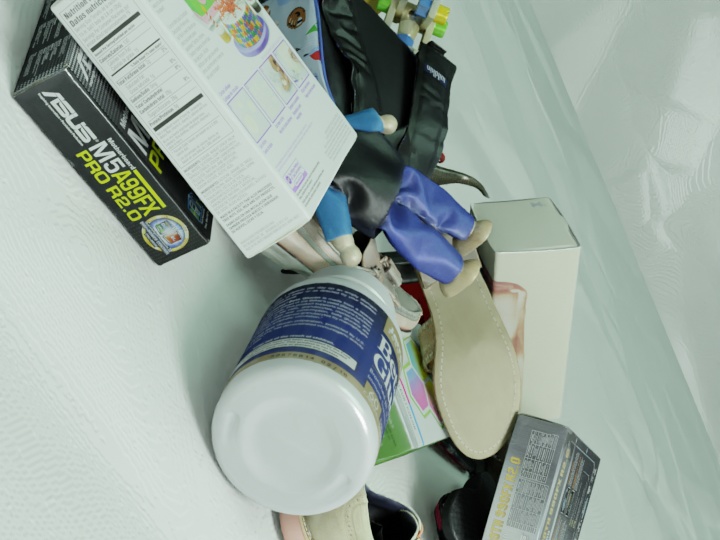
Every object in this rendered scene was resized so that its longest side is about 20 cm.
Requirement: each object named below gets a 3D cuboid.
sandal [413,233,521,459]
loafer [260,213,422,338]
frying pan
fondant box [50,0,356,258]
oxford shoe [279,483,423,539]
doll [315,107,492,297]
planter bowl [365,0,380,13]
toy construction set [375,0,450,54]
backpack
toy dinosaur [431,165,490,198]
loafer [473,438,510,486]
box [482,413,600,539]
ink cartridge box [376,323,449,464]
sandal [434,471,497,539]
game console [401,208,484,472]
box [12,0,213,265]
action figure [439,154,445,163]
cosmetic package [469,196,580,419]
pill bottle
[{"bbox_3d":[0.083,0.051,1.147,0.070,0.077,0.214,-160,-125,-78],"label":"sandal"},{"bbox_3d":[-0.017,-0.014,1.051,0.199,0.063,0.072,33,14,-30],"label":"loafer"},{"bbox_3d":[0.017,-0.001,1.156,0.190,0.114,0.031,-22,109,-71],"label":"frying pan"},{"bbox_3d":[-0.095,-0.127,0.877,0.201,0.058,0.145,53,26,-15],"label":"fondant box"},{"bbox_3d":[0.020,0.212,0.966,0.200,0.073,0.071,46,28,-48],"label":"oxford shoe"},{"bbox_3d":[0.010,-0.057,1.019,0.199,0.048,0.137,35,57,-22],"label":"doll"},{"bbox_3d":[-0.030,-0.302,1.336,0.200,0.199,0.084,43,66,-51],"label":"planter bowl"},{"bbox_3d":[0.036,-0.205,1.335,0.200,0.091,0.132,85,22,-71],"label":"toy construction set"},{"bbox_3d":[-0.020,-0.140,1.141,0.199,0.154,0.192,29,38,-41],"label":"backpack"},{"bbox_3d":[0.025,-0.098,1.269,0.199,0.077,0.102,31,-12,26],"label":"toy dinosaur"},{"bbox_3d":[0.155,0.211,1.353,0.073,0.071,0.201,46,28,-47],"label":"loafer"},{"bbox_3d":[0.150,0.240,1.164,0.158,0.048,0.202,39,66,-63],"label":"box"},{"bbox_3d":[0.032,0.105,1.147,0.105,0.059,0.200,69,18,9],"label":"ink cartridge box"},{"bbox_3d":[0.096,0.232,1.214,0.200,0.045,0.076,-5,75,-77],"label":"sandal"},{"bbox_3d":[0.102,0.069,1.308,0.118,0.172,0.202,14,50,-34],"label":"game console"},{"bbox_3d":[-0.155,-0.127,0.914,0.161,0.044,0.201,55,22,-35],"label":"box"},{"bbox_3d":[0.065,-0.097,1.437,0.099,0.065,0.201,14,47,-62],"label":"action figure"},{"bbox_3d":[0.153,0.041,1.306,0.104,0.086,0.202,-109,-163,-59],"label":"cosmetic package"},{"bbox_3d":[-0.028,0.072,0.934,0.112,0.110,0.200,61,19,-17],"label":"pill bottle"}]
